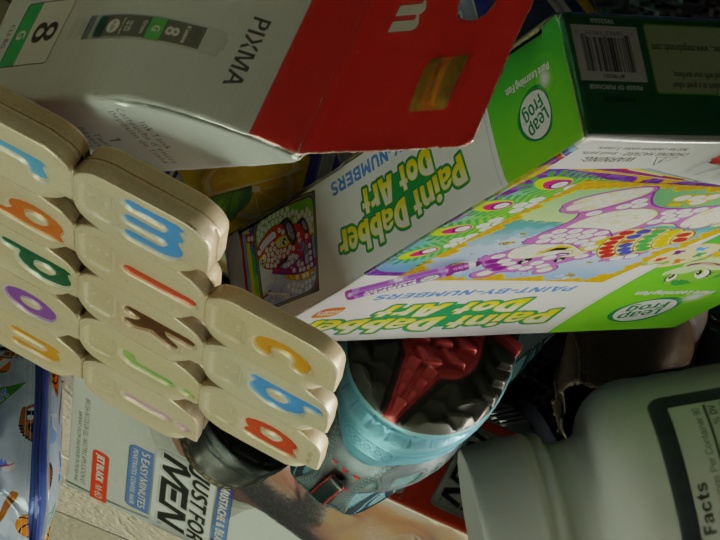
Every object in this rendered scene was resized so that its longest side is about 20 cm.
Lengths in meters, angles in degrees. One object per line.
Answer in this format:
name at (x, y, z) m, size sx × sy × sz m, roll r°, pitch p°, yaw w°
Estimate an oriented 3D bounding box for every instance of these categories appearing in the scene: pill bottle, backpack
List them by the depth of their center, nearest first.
pill bottle at (0.144, 0.095, 0.996) m, size 0.199 × 0.120 × 0.120 m, roll -11°, pitch 153°, yaw -3°
backpack at (-0.243, 0.108, 1.422) m, size 0.154 × 0.191 × 0.200 m, roll 7°, pitch 155°, yaw 1°

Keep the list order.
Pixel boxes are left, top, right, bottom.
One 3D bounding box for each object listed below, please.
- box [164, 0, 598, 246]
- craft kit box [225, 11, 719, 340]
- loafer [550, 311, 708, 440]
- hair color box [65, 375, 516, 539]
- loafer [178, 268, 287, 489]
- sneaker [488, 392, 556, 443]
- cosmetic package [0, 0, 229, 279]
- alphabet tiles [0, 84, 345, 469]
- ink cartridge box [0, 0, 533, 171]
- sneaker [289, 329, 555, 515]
box at (-0.021, -0.071, 0.867) m, size 0.200 × 0.064 × 0.070 m, roll -29°, pitch 129°, yaw 17°
craft kit box at (0.088, -0.026, 0.843) m, size 0.200 × 0.049 × 0.197 m, roll -1°, pitch 165°, yaw -34°
loafer at (0.112, 0.064, 1.128) m, size 0.073 × 0.071 × 0.200 m, roll 17°, pitch 155°, yaw 17°
hair color box at (-0.030, 0.087, 1.132) m, size 0.200 × 0.064 × 0.111 m, roll 23°, pitch 143°, yaw 9°
loafer at (-0.061, 0.023, 1.056) m, size 0.073 × 0.200 × 0.072 m, roll 36°, pitch 120°, yaw -26°
sneaker at (0.090, 0.132, 1.302) m, size 0.070 × 0.082 × 0.200 m, roll 0°, pitch 124°, yaw 23°
cosmetic package at (-0.068, -0.080, 0.976) m, size 0.200 × 0.105 × 0.071 m, roll 38°, pitch 155°, yaw -22°
alphabet tiles at (-0.093, 0.001, 0.859) m, size 0.195 × 0.015 × 0.200 m, roll 28°, pitch 157°, yaw 7°
ink cartridge box at (-0.022, -0.109, 0.798) m, size 0.200 × 0.161 × 0.050 m, roll -2°, pitch 146°, yaw 46°
sneaker at (0.029, 0.024, 0.985) m, size 0.079 × 0.200 × 0.096 m, roll 41°, pitch 128°, yaw 6°
